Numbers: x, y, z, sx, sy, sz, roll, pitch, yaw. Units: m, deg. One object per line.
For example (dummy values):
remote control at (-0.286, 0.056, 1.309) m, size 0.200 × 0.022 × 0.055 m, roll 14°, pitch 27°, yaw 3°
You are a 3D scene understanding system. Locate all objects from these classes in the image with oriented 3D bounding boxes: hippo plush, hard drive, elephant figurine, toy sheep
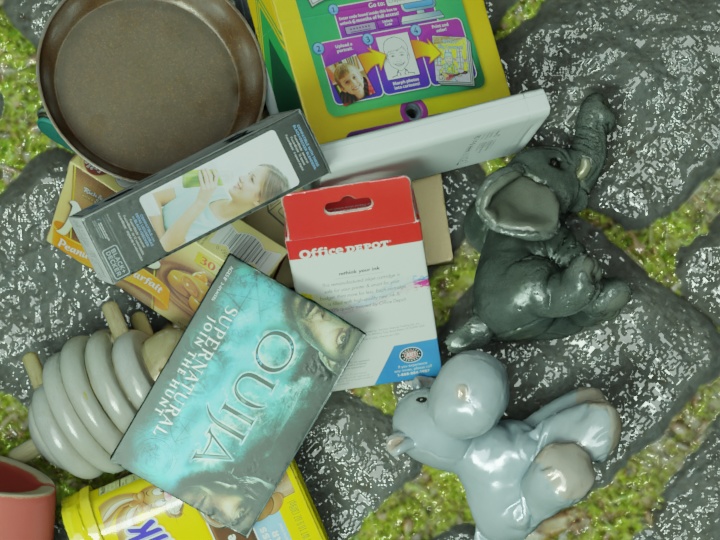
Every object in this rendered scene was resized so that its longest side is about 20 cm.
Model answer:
hippo plush at (0.113, 0.139, 1.695) m, size 0.161 × 0.159 × 0.200 m, roll 40°, pitch 129°, yaw -2°
hard drive at (0.053, -0.105, 1.695) m, size 0.200 × 0.132 × 0.027 m, roll -16°, pitch 80°, yaw -11°
elephant figurine at (0.151, -0.044, 1.731) m, size 0.141 × 0.155 × 0.200 m, roll -28°, pitch 71°, yaw 43°
toy sheep at (-0.226, 0.114, 1.725) m, size 0.200 × 0.138 × 0.138 m, roll -33°, pitch 86°, yaw 16°

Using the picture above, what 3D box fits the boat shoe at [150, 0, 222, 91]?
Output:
boat shoe at (-0.179, -0.238, 1.773) m, size 0.074 × 0.060 × 0.200 m, roll -25°, pitch 86°, yaw -2°

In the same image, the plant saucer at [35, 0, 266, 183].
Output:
plant saucer at (-0.181, -0.164, 1.702) m, size 0.200 × 0.034 × 0.201 m, roll 4°, pitch 73°, yaw -14°

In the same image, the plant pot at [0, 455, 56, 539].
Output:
plant pot at (-0.345, 0.252, 1.670) m, size 0.200 × 0.200 × 0.178 m, roll 15°, pitch 96°, yaw 3°

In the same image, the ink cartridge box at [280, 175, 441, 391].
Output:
ink cartridge box at (0.000, 0.000, 1.701) m, size 0.116 × 0.067 × 0.200 m, roll -8°, pitch 120°, yaw 1°

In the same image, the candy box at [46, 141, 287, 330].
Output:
candy box at (-0.171, -0.022, 1.730) m, size 0.200 × 0.116 × 0.055 m, roll 33°, pitch 49°, yaw 5°

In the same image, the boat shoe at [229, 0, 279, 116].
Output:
boat shoe at (-0.087, -0.218, 1.768) m, size 0.068 × 0.072 × 0.200 m, roll -16°, pitch 84°, yaw 39°

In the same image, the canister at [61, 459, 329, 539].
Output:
canister at (-0.140, 0.227, 1.720) m, size 0.200 × 0.087 × 0.149 m, roll -23°, pitch 106°, yaw -2°

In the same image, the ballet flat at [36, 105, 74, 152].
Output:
ballet flat at (-0.194, -0.104, 1.766) m, size 0.200 × 0.072 × 0.072 m, roll 35°, pitch 88°, yaw 3°

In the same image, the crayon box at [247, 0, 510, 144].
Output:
crayon box at (0.017, -0.195, 1.728) m, size 0.200 × 0.058 × 0.173 m, roll -13°, pitch 83°, yaw -23°

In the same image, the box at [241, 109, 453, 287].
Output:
box at (-0.024, -0.071, 1.777) m, size 0.200 × 0.021 × 0.164 m, roll -8°, pitch 87°, yaw 1°

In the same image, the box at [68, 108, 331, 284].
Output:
box at (-0.133, -0.061, 1.614) m, size 0.200 × 0.117 × 0.060 m, roll -27°, pitch 98°, yaw -10°

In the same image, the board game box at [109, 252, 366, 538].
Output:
board game box at (-0.102, 0.105, 1.653) m, size 0.135 × 0.028 × 0.200 m, roll 30°, pitch 91°, yaw -6°
